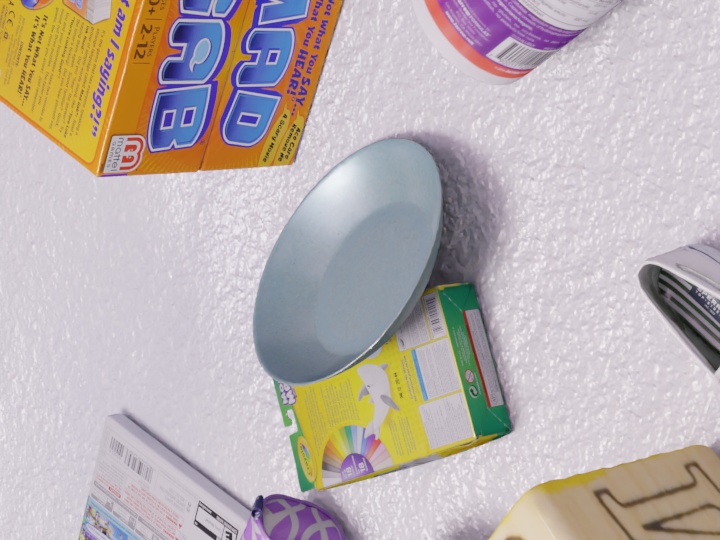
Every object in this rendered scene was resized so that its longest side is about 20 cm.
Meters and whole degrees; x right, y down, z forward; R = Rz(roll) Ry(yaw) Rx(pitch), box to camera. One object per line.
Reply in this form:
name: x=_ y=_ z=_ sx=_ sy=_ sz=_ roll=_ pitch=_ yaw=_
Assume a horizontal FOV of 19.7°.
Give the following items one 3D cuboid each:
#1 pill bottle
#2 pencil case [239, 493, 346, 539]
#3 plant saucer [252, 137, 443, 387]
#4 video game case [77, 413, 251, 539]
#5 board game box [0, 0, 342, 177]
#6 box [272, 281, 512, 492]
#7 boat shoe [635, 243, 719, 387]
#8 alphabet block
pill bottle: x=0.132 y=-0.216 z=1.344 sx=0.200 sy=0.111 sz=0.112 roll=-36 pitch=69 yaw=40
pencil case: x=-0.079 y=0.269 z=1.624 sx=0.086 sy=0.083 sz=0.201 roll=-95 pitch=26 yaw=-57
plant saucer: x=0.000 y=0.000 z=1.511 sx=0.201 sy=0.039 sz=0.202 roll=-33 pitch=40 yaw=33
video game case: x=-0.169 y=0.247 z=1.758 sx=0.200 sy=0.022 sz=0.183 roll=31 pitch=115 yaw=37
board game box: x=-0.156 y=-0.207 z=1.569 sx=0.200 sy=0.199 sz=0.201 roll=36 pitch=118 yaw=36
box: x=0.015 y=0.092 z=1.541 sx=0.199 sy=0.048 sz=0.118 roll=-21 pitch=80 yaw=41
boat shoe: x=0.247 y=0.059 z=1.291 sx=0.200 sy=0.067 sz=0.074 roll=41 pitch=122 yaw=34
alphabet block: x=0.175 y=0.254 z=1.295 sx=0.200 sy=0.196 sz=0.196 roll=53 pitch=126 yaw=27
